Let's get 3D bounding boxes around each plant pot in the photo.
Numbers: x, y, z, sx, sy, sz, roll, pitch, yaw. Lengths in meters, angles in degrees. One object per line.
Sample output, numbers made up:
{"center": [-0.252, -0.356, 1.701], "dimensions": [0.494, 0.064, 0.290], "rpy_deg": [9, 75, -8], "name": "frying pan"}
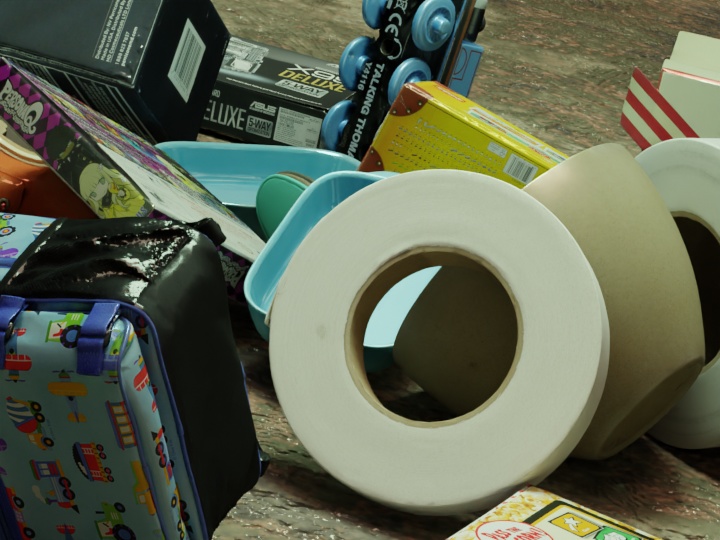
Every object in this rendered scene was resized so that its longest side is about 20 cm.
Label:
{"center": [0.138, 0.038, 1.483], "dimensions": [0.135, 0.201, 0.200], "rpy_deg": [47, 32, 18], "name": "plant pot"}

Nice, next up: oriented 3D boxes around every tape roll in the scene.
{"center": [0.044, 0.041, 1.379], "dimensions": [0.202, 0.204, 0.037], "rpy_deg": [19, -8, 18], "name": "tape roll"}
{"center": [0.263, 0.013, 1.568], "dimensions": [0.138, 0.204, 0.202], "rpy_deg": [-2, 24, -33], "name": "tape roll"}

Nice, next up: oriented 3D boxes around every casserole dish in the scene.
{"center": [-0.001, 0.003, 1.560], "dimensions": [0.120, 0.039, 0.200], "rpy_deg": [17, 38, 12], "name": "casserole dish"}
{"center": [-0.069, -0.056, 1.784], "dimensions": [0.199, 0.039, 0.121], "rpy_deg": [1, 25, -26], "name": "casserole dish"}

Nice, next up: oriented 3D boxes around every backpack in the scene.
{"center": [-0.166, 0.063, 1.229], "dimensions": [0.199, 0.184, 0.135], "rpy_deg": [4, 33, 22], "name": "backpack"}

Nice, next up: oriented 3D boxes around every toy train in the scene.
{"center": [0.042, -0.153, 1.914], "dimensions": [0.086, 0.201, 0.114], "rpy_deg": [27, 13, 38], "name": "toy train"}

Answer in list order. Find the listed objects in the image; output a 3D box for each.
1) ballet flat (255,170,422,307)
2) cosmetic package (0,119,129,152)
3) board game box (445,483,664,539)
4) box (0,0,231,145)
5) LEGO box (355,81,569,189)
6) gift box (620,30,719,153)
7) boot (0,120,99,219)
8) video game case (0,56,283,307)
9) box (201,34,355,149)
{"center": [0.000, 0.000, 1.661], "dimensions": [0.068, 0.068, 0.200], "rpy_deg": [7, 30, -43], "name": "ballet flat"}
{"center": [-0.262, -0.092, 1.732], "dimensions": [0.199, 0.083, 0.051], "rpy_deg": [24, 25, 31], "name": "cosmetic package"}
{"center": [0.138, 0.187, 1.246], "dimensions": [0.199, 0.047, 0.151], "rpy_deg": [22, 22, 25], "name": "board game box"}
{"center": [-0.226, -0.190, 1.843], "dimensions": [0.197, 0.124, 0.200], "rpy_deg": [15, -12, 11], "name": "box"}
{"center": [0.110, -0.061, 1.758], "dimensions": [0.199, 0.078, 0.149], "rpy_deg": [30, 9, 7], "name": "LEGO box"}
{"center": [0.304, -0.099, 1.918], "dimensions": [0.183, 0.201, 0.187], "rpy_deg": [10, 20, 9], "name": "gift box"}
{"center": [-0.253, -0.040, 1.631], "dimensions": [0.199, 0.075, 0.107], "rpy_deg": [28, 42, 29], "name": "boot"}
{"center": [-0.142, -0.051, 1.579], "dimensions": [0.181, 0.036, 0.200], "rpy_deg": [43, 7, 32], "name": "video game case"}
{"center": [-0.098, -0.157, 2.051], "dimensions": [0.199, 0.050, 0.158], "rpy_deg": [17, 20, 13], "name": "box"}
